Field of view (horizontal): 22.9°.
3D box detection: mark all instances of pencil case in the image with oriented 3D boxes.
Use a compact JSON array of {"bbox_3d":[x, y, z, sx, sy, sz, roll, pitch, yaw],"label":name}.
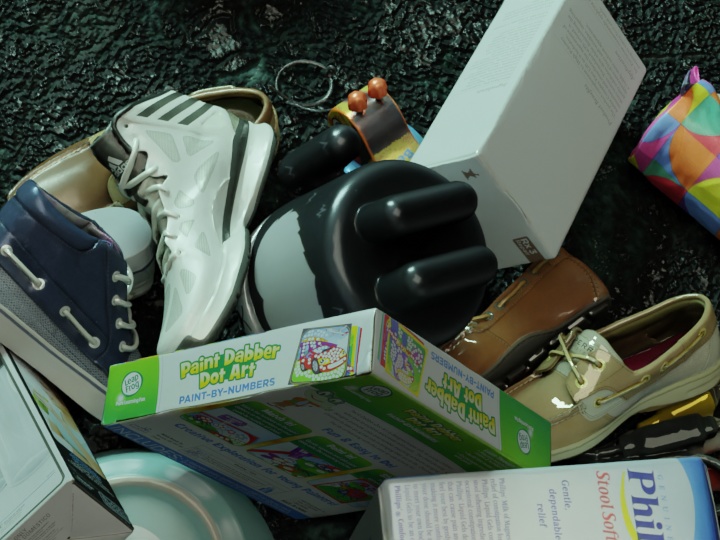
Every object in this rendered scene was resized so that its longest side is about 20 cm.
[{"bbox_3d":[0.286,-0.055,1.270,0.200,0.088,0.088,44,71,9],"label":"pencil case"}]

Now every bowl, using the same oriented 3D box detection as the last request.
[{"bbox_3d":[-0.142,0.196,1.115,0.200,0.105,0.201,2,69,-6],"label":"bowl"}]

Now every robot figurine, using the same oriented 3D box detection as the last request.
[{"bbox_3d":[-0.001,0.002,1.126,0.125,0.200,0.150,28,65,-23],"label":"robot figurine"}]

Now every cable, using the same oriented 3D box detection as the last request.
[{"bbox_3d":[0.178,0.135,1.215,0.200,0.050,0.097,-12,69,1],"label":"cable"}]

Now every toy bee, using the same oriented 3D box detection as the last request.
[{"bbox_3d":[0.010,-0.080,1.234,0.200,0.109,0.131,30,71,5],"label":"toy bee"}]

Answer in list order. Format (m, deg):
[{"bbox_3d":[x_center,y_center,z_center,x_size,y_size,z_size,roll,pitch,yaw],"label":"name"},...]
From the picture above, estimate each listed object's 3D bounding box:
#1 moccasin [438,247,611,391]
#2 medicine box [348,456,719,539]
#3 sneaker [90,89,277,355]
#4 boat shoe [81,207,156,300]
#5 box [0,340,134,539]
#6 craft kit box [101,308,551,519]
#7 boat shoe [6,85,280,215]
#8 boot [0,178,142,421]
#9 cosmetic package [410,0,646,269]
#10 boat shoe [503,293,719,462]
[{"bbox_3d":[0.077,0.050,1.212,0.201,0.074,0.078,-36,68,-15],"label":"moccasin"},{"bbox_3d":[0.103,0.192,1.101,0.200,0.182,0.103,-3,70,-8],"label":"medicine box"},{"bbox_3d":[-0.130,-0.032,1.139,0.115,0.076,0.201,23,52,-17],"label":"sneaker"},{"bbox_3d":[-0.235,0.011,1.195,0.200,0.066,0.072,-17,50,-15],"label":"boat shoe"},{"bbox_3d":[-0.227,0.126,1.081,0.117,0.060,0.200,-42,37,1],"label":"box"},{"bbox_3d":[-0.017,0.093,1.074,0.197,0.200,0.049,-10,62,33],"label":"craft kit box"},{"bbox_3d":[-0.150,-0.081,1.234,0.200,0.074,0.076,-25,74,-15],"label":"boat shoe"},{"bbox_3d":[-0.167,0.032,1.139,0.090,0.073,0.200,-47,121,3],"label":"boot"},{"bbox_3d":[0.118,-0.105,1.230,0.102,0.074,0.200,51,51,-25],"label":"cosmetic package"},{"bbox_3d":[0.157,0.069,1.195,0.200,0.066,0.074,-23,35,-24],"label":"boat shoe"}]
